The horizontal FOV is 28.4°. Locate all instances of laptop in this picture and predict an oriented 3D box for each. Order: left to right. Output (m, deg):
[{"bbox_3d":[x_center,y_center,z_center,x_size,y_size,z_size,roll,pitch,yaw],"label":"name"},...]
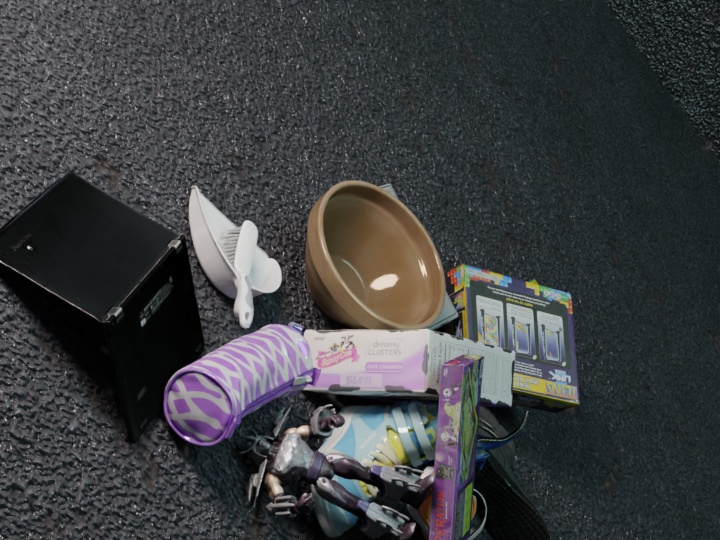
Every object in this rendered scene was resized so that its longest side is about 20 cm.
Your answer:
[{"bbox_3d":[-0.248,0.030,1.361,0.187,0.115,0.201,-59,145,-59],"label":"laptop"}]

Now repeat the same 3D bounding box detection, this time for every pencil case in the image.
[{"bbox_3d":[-0.116,0.114,1.422,0.085,0.084,0.200,34,24,15],"label":"pencil case"}]

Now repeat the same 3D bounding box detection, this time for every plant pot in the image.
[{"bbox_3d":[0.000,0.000,1.709,0.200,0.093,0.202,27,46,-32],"label":"plant pot"}]

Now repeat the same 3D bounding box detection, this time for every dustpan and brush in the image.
[{"bbox_3d":[-0.132,-0.001,1.534,0.140,0.057,0.201,44,31,-31],"label":"dustpan and brush"}]

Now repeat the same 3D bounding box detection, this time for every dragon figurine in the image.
[{"bbox_3d":[0.117,0.206,1.684,0.100,0.199,0.059,96,-20,-67],"label":"dragon figurine"}]

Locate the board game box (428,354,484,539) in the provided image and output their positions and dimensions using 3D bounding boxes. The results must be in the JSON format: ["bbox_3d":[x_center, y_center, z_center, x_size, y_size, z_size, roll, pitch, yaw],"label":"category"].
[{"bbox_3d":[0.101,0.193,1.495,0.120,0.032,0.201,-7,102,-79],"label":"board game box"}]

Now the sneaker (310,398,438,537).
[{"bbox_3d":[0.025,0.202,1.526,0.200,0.130,0.080,-70,141,-56],"label":"sneaker"}]

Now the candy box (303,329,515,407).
[{"bbox_3d":[0.056,0.112,1.624,0.200,0.167,0.072,15,76,-54],"label":"candy box"}]

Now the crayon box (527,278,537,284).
[{"bbox_3d":[0.231,0.093,2.078,0.119,0.058,0.200,62,27,3],"label":"crayon box"}]

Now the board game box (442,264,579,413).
[{"bbox_3d":[0.204,0.095,1.938,0.199,0.057,0.166,15,64,-32],"label":"board game box"}]

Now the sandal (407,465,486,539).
[{"bbox_3d":[0.106,0.279,1.608,0.059,0.079,0.207,26,-9,25],"label":"sandal"}]

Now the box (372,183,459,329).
[{"bbox_3d":[0.039,-0.006,1.838,0.201,0.060,0.117,62,27,3],"label":"box"}]

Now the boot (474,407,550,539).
[{"bbox_3d":[0.189,0.268,1.833,0.200,0.070,0.132,59,21,-13],"label":"boot"}]

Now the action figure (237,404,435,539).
[{"bbox_3d":[-0.031,0.204,1.436,0.199,0.069,0.131,23,64,-3],"label":"action figure"}]
